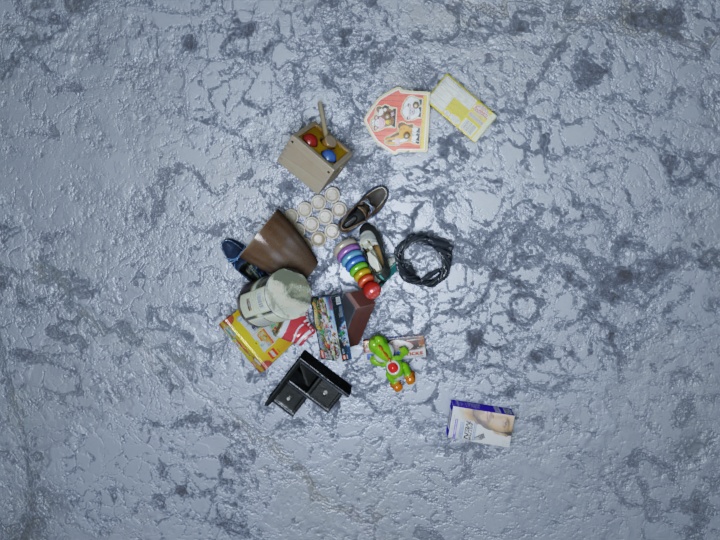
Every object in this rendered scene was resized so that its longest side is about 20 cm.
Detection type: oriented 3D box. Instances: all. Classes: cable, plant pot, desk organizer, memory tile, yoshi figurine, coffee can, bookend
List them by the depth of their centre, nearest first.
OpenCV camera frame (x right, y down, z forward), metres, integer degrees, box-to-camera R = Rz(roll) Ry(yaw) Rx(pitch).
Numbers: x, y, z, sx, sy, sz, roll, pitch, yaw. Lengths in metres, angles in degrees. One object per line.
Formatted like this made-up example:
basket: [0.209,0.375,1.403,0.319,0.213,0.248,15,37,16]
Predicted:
coffee can: [-0.255,0.084,1.653,0.146,0.200,0.147,9,74,-34]
plant pot: [-0.234,-0.052,1.710,0.200,0.187,0.187,40,98,-10]
cable: [0.187,-0.030,1.731,0.199,0.051,0.164,11,111,-21]
desk organizer: [-0.027,0.154,1.743,0.072,0.077,0.201,53,139,33]
yoshi figurine: [0.088,0.275,1.761,0.112,0.112,0.201,-10,120,45]
memory tile: [-0.132,-0.157,1.768,0.199,0.017,0.154,-26,95,6]
bookend: [-0.167,0.400,1.805,0.198,0.092,0.200,38,99,-2]

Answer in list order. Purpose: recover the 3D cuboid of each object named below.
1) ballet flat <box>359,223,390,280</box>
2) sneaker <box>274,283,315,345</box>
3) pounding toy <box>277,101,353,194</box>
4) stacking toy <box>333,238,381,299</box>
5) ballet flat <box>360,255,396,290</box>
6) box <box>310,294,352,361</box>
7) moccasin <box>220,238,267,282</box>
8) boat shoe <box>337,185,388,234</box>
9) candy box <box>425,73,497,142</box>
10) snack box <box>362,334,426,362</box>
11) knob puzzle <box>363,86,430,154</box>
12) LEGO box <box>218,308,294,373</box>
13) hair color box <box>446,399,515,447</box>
ballet flat: [0.038,-0.065,1.703,0.068,0.068,0.201,-32,67,19]
sneaker: [-0.179,0.139,1.765,0.112,0.071,0.201,30,68,-14]
pounding toy: [-0.124,-0.367,1.665,0.184,0.200,0.142,39,126,-2]
stacking toy: [0.000,0.000,1.708,0.085,0.085,0.200,-38,67,8]
ballet flat: [0.052,0.022,1.756,0.072,0.072,0.200,36,98,-2]
box: [-0.093,0.178,1.744,0.038,0.136,0.201,-12,92,-33]
moccasin: [-0.363,-0.026,1.773,0.200,0.068,0.081,41,98,-2]
boat shoe: [0.013,-0.183,1.718,0.072,0.072,0.200,44,89,-4]
candy box: [0.302,-0.488,1.691,0.200,0.026,0.102,40,97,-2]
snack box: [0.109,0.249,1.801,0.199,0.024,0.072,-6,99,4]
knob puzzle: [0.108,-0.451,1.697,0.218,0.030,0.221,2,103,9]
LEGO box: [-0.316,0.192,1.756,0.200,0.077,0.149,51,56,-4]
hair color box: [0.382,0.489,1.797,0.199,0.065,0.110,8,97,1]
